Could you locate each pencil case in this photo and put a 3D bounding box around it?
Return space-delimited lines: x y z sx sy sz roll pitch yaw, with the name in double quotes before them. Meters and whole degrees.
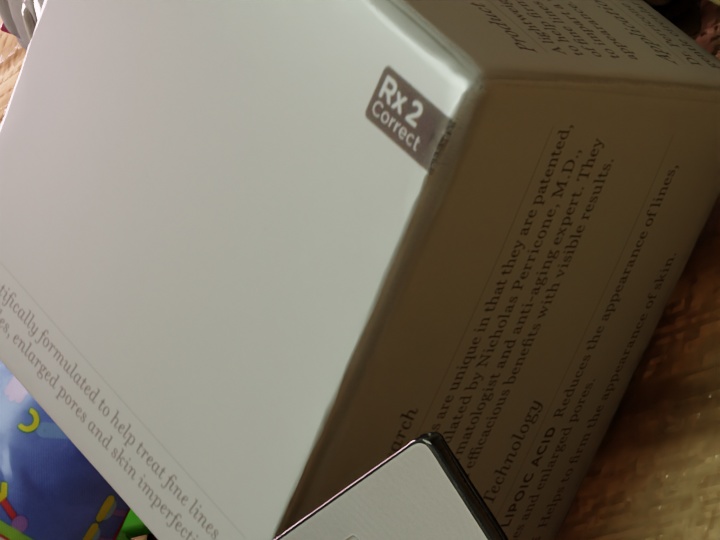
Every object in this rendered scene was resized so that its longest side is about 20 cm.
"pencil case" -0.127 0.079 1.084 0.201 0.086 0.078 -63 15 1

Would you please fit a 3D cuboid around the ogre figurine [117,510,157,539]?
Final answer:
"ogre figurine" -0.118 0.150 1.186 0.200 0.097 0.121 -88 6 -65

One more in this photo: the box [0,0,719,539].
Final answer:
"box" -0.010 -0.023 0.923 0.199 0.130 0.201 44 120 39

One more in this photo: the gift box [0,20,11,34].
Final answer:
"gift box" -0.121 -0.203 1.269 0.187 0.199 0.185 -87 23 -56

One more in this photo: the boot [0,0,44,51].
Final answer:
"boot" -0.070 -0.065 1.071 0.073 0.200 0.096 -38 51 -5

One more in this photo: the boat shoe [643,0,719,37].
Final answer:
"boat shoe" 0.095 -0.112 0.935 0.200 0.071 0.077 -148 61 -67

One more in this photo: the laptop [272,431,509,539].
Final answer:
"laptop" -0.015 0.180 0.790 0.188 0.116 0.200 57 140 5
